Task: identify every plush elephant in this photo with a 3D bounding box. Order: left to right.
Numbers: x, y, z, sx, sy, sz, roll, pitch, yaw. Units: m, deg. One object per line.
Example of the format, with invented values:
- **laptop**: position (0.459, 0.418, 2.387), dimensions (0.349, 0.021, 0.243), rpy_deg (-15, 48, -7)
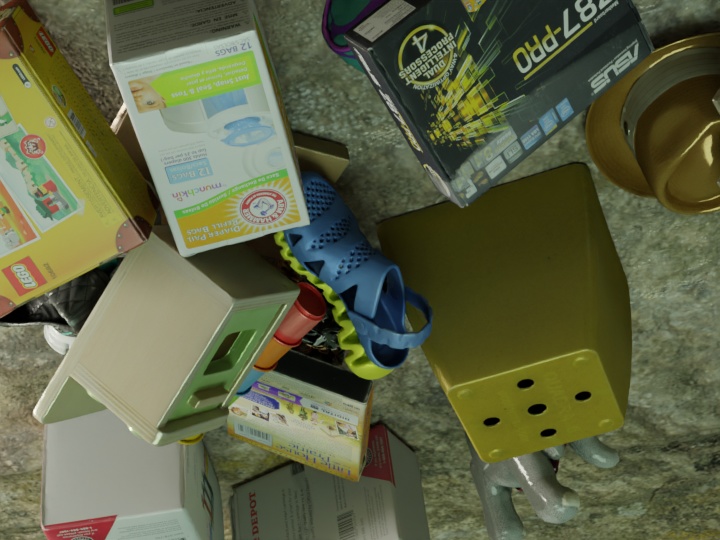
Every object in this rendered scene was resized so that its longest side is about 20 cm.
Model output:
- **plush elephant**: position (0.188, 0.161, 1.689), dimensions (0.154, 0.200, 0.165), rpy_deg (-17, 160, -25)

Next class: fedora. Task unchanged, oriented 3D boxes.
- **fedora**: position (0.287, -0.109, 1.417), dimensions (0.200, 0.082, 0.201), rpy_deg (-5, 140, -4)

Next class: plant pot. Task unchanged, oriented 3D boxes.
- **plant pot**: position (0.144, 0.055, 1.522), dimensions (0.199, 0.177, 0.200), rpy_deg (-16, 140, 11)

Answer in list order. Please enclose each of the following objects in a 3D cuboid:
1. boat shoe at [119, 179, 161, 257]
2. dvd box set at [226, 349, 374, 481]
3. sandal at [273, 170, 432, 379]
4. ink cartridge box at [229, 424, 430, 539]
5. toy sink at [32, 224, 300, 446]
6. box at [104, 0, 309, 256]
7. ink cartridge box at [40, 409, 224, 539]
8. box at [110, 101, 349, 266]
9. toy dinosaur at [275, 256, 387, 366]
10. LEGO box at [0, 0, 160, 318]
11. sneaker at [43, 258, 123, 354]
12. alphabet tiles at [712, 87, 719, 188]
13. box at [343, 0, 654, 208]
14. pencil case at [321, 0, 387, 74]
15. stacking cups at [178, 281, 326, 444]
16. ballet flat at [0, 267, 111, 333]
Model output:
- **boat shoe**: position (-0.263, -0.036, 1.402), dimensions (0.200, 0.070, 0.072), rpy_deg (0, 128, 8)
- **dvd box set**: position (-0.061, 0.134, 1.627), dimensions (0.146, 0.029, 0.200), rpy_deg (19, 153, 9)
- **sandal**: position (0.000, 0.000, 1.425), dimensions (0.087, 0.080, 0.200), rpy_deg (-10, 119, 49)
- **ink cartridge box**: position (-0.033, 0.273, 1.783), dimensions (0.200, 0.146, 0.085), rpy_deg (-24, 140, 20)
- **toy sink**: position (-0.160, 0.072, 1.415), dimensions (0.200, 0.112, 0.130), rpy_deg (-56, 163, 15)
- **box**: position (-0.116, -0.124, 1.297), dimensions (0.112, 0.102, 0.200), rpy_deg (-14, 134, 0)
- **ink cartridge box**: position (-0.227, 0.241, 1.712), dimensions (0.145, 0.145, 0.200), rpy_deg (-9, 141, 2)
- **box**: position (-0.132, -0.072, 1.442), dimensions (0.200, 0.021, 0.164), rpy_deg (14, 136, -24)
- **toy dinosaur**: position (-0.041, 0.044, 1.545), dimensions (0.135, 0.102, 0.200), rpy_deg (2, 170, 12)
- **LEGO box**: position (-0.271, -0.083, 1.294), dimensions (0.149, 0.077, 0.200), rpy_deg (-26, 113, 14)
- **sneaker**: position (-0.193, 0.022, 1.511), dimensions (0.199, 0.078, 0.091), rpy_deg (-10, 135, -1)
- **alphabet tiles**: position (0.347, -0.119, 1.385), dimensions (0.167, 0.008, 0.200), rpy_deg (-55, 137, -13)
- **box**: position (0.106, -0.169, 1.251), dimensions (0.200, 0.049, 0.161), rpy_deg (-39, 126, -8)
- **pencil case**: position (0.067, -0.166, 1.311), dimensions (0.200, 0.085, 0.092), rpy_deg (26, 143, -34)
- **stacking cups**: position (-0.110, 0.081, 1.502), dimensions (0.060, 0.061, 0.200), rpy_deg (22, 131, -32)
- **ballet flat**: position (-0.290, 0.023, 1.456), dimensions (0.200, 0.057, 0.067), rpy_deg (-4, 120, 45)
